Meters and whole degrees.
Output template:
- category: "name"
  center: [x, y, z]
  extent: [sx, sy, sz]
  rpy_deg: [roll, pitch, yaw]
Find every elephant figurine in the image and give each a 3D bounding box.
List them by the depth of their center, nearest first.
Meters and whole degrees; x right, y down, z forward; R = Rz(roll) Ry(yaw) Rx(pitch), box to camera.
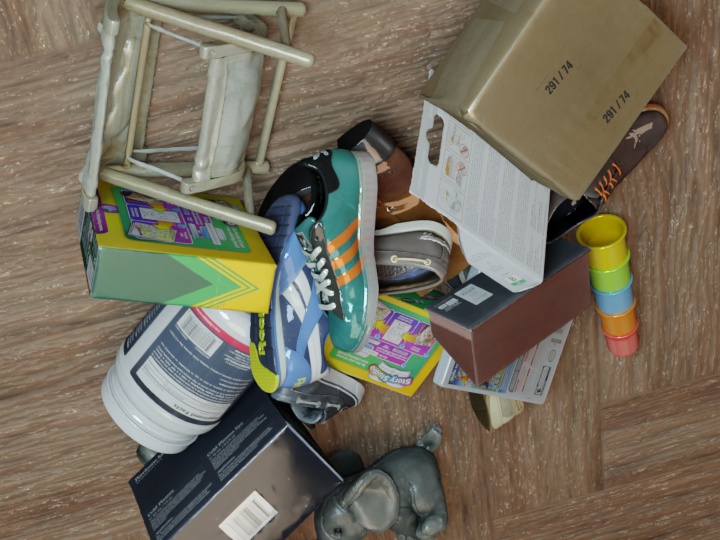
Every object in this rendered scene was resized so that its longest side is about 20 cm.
- category: "elephant figurine"
  center: [0.003, 0.292, 1.592]
  extent: [0.198, 0.156, 0.142]
  rpy_deg: [5, 147, -29]

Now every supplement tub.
- category: "supplement tub"
  center: [-0.180, 0.090, 1.397]
  extent: [0.140, 0.141, 0.200]
  rpy_deg: [29, 114, -31]

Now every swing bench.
- category: "swing bench"
  center: [-0.164, -0.162, 1.230]
  extent: [0.198, 0.130, 0.200]
  rpy_deg: [8, 124, -14]

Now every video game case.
- category: "video game case"
  center: [0.175, 0.078, 1.489]
  extent: [0.199, 0.018, 0.145]
  rpy_deg: [14, 96, -45]

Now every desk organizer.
- category: "desk organizer"
  center: [0.169, 0.040, 1.406]
  extent: [0.199, 0.071, 0.078]
  rpy_deg: [-31, 126, -32]

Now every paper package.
- category: "paper package"
  center: [0.195, -0.201, 1.278]
  extent: [0.190, 0.103, 0.201]
  rpy_deg: [32, 94, -33]

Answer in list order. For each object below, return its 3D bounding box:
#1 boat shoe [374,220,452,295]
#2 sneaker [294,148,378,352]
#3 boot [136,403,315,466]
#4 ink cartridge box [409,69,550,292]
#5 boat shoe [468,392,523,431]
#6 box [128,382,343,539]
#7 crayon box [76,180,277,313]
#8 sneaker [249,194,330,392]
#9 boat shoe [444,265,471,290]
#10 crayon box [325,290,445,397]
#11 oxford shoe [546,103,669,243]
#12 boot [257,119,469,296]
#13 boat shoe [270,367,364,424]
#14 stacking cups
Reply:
- category: "boat shoe"
  center: [0.000, 0.000, 1.329]
  extent: [0.198, 0.060, 0.072]
  rpy_deg: [-10, 136, 19]
- category: "sneaker"
  center: [-0.030, -0.019, 1.253]
  extent: [0.079, 0.071, 0.202]
  rpy_deg: [-1, 91, -25]
- category: "boot"
  center: [-0.163, 0.199, 1.542]
  extent: [0.199, 0.068, 0.131]
  rpy_deg: [18, 108, -28]
- category: "ink cartridge box"
  center: [0.119, -0.092, 1.334]
  extent: [0.199, 0.162, 0.050]
  rpy_deg: [30, 144, -30]
- category: "boat shoe"
  center: [0.167, 0.110, 1.554]
  extent: [0.064, 0.072, 0.201]
  rpy_deg: [-22, 129, -14]
- category: "box"
  center: [-0.144, 0.238, 1.428]
  extent: [0.200, 0.182, 0.104]
  rpy_deg: [-43, 116, -2]
- category: "crayon box"
  center: [-0.189, -0.026, 1.269]
  extent: [0.171, 0.200, 0.059]
  rpy_deg: [7, 110, -19]
- category: "sneaker"
  center: [-0.066, 0.023, 1.303]
  extent: [0.082, 0.074, 0.202]
  rpy_deg: [2, 92, -28]
- category: "boat shoe"
  center: [0.086, -0.032, 1.440]
  extent: [0.062, 0.073, 0.201]
  rpy_deg: [-11, 133, 27]
- category: "crayon box"
  center: [0.007, 0.061, 1.478]
  extent: [0.199, 0.058, 0.119]
  rpy_deg: [22, 117, -28]
- category: "oxford shoe"
  center: [0.271, -0.104, 1.421]
  extent: [0.200, 0.073, 0.071]
  rpy_deg: [-42, 124, 16]
- category: "boot"
  center: [0.009, -0.047, 1.367]
  extent: [0.188, 0.069, 0.200]
  rpy_deg: [-34, 119, 22]
- category: "boat shoe"
  center: [-0.052, 0.145, 1.468]
  extent: [0.071, 0.068, 0.200]
  rpy_deg: [13, 169, 19]
- category: "stacking cups"
  center: [0.309, 0.026, 1.533]
  extent: [0.060, 0.061, 0.201]
  rpy_deg: [-21, 128, 1]
